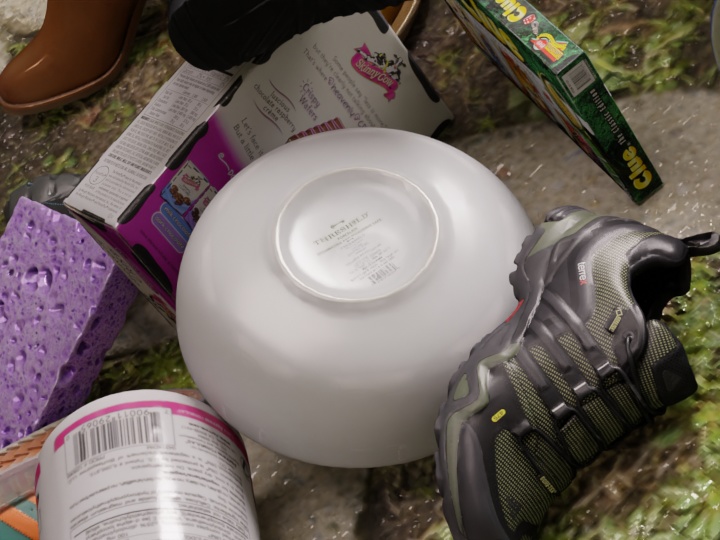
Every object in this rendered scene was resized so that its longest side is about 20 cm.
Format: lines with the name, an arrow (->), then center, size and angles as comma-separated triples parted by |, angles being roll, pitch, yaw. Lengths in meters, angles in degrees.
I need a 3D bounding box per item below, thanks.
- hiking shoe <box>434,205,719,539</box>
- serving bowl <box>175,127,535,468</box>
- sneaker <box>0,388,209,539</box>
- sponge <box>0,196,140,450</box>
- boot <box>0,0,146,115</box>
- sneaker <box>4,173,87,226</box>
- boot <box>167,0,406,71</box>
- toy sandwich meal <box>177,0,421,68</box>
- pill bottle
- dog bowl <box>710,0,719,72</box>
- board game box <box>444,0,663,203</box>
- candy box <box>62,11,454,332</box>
hiking shoe -> 0.106, 0.055, 1.122 | 0.100, 0.076, 0.201 | 4, 61, 36
serving bowl -> 0.000, 0.000, 1.203 | 0.199, 0.066, 0.201 | -2, 56, 3
sneaker -> -0.163, 0.132, 1.280 | 0.199, 0.080, 0.071 | -24, 14, -9
sponge -> -0.203, 0.063, 1.353 | 0.111, 0.030, 0.201 | 23, 85, 45
boot -> -0.194, -0.209, 1.552 | 0.200, 0.155, 0.074 | -38, 38, 1
sneaker -> -0.129, -0.034, 1.412 | 0.200, 0.073, 0.082 | -26, 53, 28
boot -> -0.026, -0.201, 1.267 | 0.198, 0.073, 0.163 | -24, 38, 18
toy sandwich meal -> -0.045, -0.177, 1.470 | 0.205, 0.070, 0.206 | -22, 42, 21
pill bottle -> -0.101, 0.166, 1.151 | 0.113, 0.113, 0.200 | -28, 40, 14
dog bowl -> 0.263, -0.114, 1.061 | 0.200, 0.200, 0.079 | 2, 55, 39
board game box -> 0.091, -0.121, 1.282 | 0.023, 0.105, 0.200 | -36, 38, -2
candy box -> -0.054, -0.063, 1.316 | 0.200, 0.136, 0.061 | -50, 41, -14
